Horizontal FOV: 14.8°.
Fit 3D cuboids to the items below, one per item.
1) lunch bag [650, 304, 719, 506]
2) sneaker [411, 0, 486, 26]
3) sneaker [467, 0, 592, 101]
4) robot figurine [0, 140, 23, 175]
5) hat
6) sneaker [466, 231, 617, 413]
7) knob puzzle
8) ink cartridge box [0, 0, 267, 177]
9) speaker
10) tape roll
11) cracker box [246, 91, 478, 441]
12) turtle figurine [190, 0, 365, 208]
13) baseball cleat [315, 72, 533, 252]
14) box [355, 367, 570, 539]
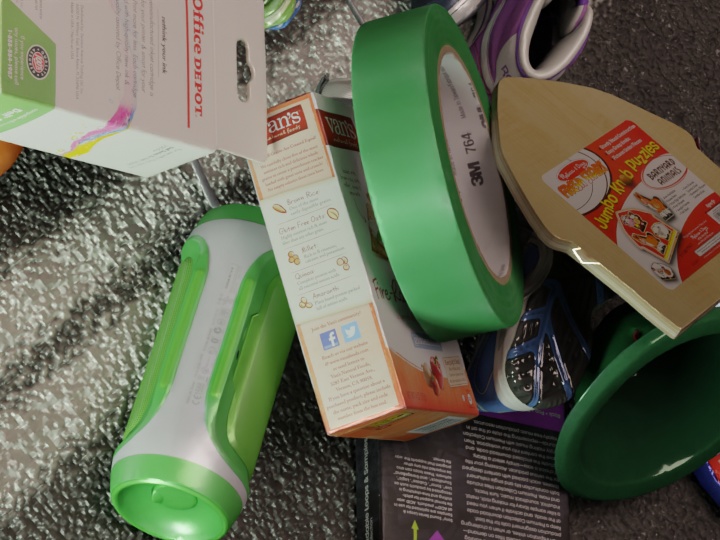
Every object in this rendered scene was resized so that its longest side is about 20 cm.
[{"bbox_3d":[0.274,0.066,1.907,0.200,0.094,0.151,-32,90,-30],"label":"lunch bag"},{"bbox_3d":[0.037,-0.259,1.894,0.146,0.077,0.202,42,42,-24],"label":"sneaker"},{"bbox_3d":[0.131,-0.188,1.899,0.073,0.114,0.200,29,54,-16],"label":"sneaker"},{"bbox_3d":[-0.236,-0.130,1.638,0.144,0.117,0.200,41,50,-35],"label":"robot figurine"},{"bbox_3d":[0.167,0.033,1.827,0.200,0.166,0.176,-4,43,-38],"label":"hat"},{"bbox_3d":[0.119,0.010,1.781,0.076,0.077,0.200,46,53,-17],"label":"sneaker"},{"bbox_3d":[0.158,-0.048,1.754,0.220,0.030,0.220,20,38,-17],"label":"knob puzzle"},{"bbox_3d":[-0.148,-0.124,1.596,0.200,0.067,0.117,15,66,-42],"label":"ink cartridge box"},{"bbox_3d":[-0.088,0.060,1.665,0.088,0.088,0.200,29,55,-19],"label":"speaker"},{"bbox_3d":[0.048,-0.059,1.676,0.200,0.048,0.200,-14,90,-76],"label":"tape roll"},{"bbox_3d":[0.000,0.000,1.679,0.134,0.058,0.200,11,60,-68],"label":"cracker box"},{"bbox_3d":[-0.091,-0.182,1.724,0.194,0.144,0.200,36,45,-38],"label":"turtle figurine"},{"bbox_3d":[0.058,-0.072,1.831,0.200,0.070,0.106,26,60,-21],"label":"baseball cleat"},{"bbox_3d":[0.065,0.158,1.751,0.143,0.036,0.200,14,60,-27],"label":"box"}]
